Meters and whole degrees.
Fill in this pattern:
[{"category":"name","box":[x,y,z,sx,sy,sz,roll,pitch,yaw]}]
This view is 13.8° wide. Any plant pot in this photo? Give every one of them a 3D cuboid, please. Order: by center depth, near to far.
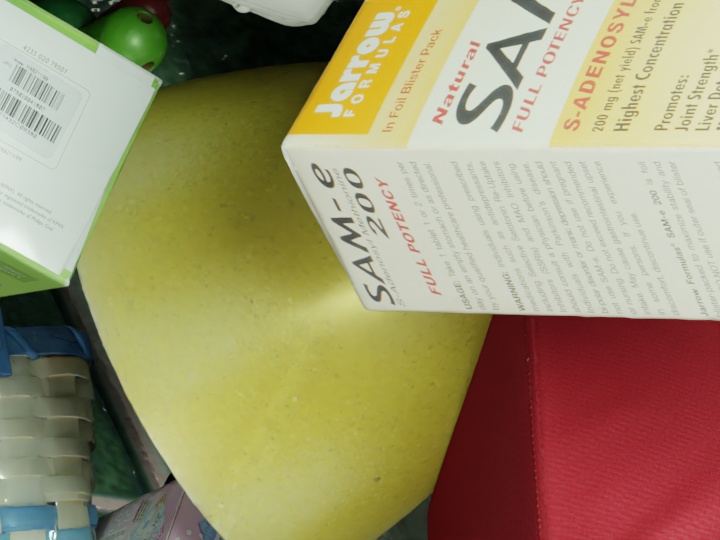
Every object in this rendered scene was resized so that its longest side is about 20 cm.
[{"category":"plant pot","box":[0.000,0.000,1.134,0.142,0.200,0.200,-25,122,16]}]

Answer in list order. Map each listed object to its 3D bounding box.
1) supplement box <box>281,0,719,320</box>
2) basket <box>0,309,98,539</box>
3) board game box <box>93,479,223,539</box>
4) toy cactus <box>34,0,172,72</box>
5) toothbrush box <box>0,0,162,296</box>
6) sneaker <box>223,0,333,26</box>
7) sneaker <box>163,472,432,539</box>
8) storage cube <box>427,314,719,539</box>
[{"category":"supplement box","box":[0.094,-0.054,0.875,0.199,0.126,0.074,1,136,32]},{"category":"basket","box":[-0.194,0.053,1.304,0.139,0.201,0.176,2,153,-30]},{"category":"board game box","box":[-0.025,0.157,1.289,0.199,0.044,0.199,24,157,-16]},{"category":"toy cactus","box":[-0.157,-0.114,1.172,0.199,0.103,0.165,13,158,13]},{"category":"toothbrush box","box":[-0.184,-0.057,1.081,0.145,0.086,0.200,30,162,-22]},{"category":"sneaker","box":[-0.052,-0.114,1.003,0.199,0.078,0.099,0,148,29]},{"category":"sneaker","box":[0.007,0.123,1.352,0.199,0.081,0.146,16,163,-11]},{"category":"storage cube","box":[0.119,0.116,1.023,0.170,0.180,0.200,6,140,-8]}]
